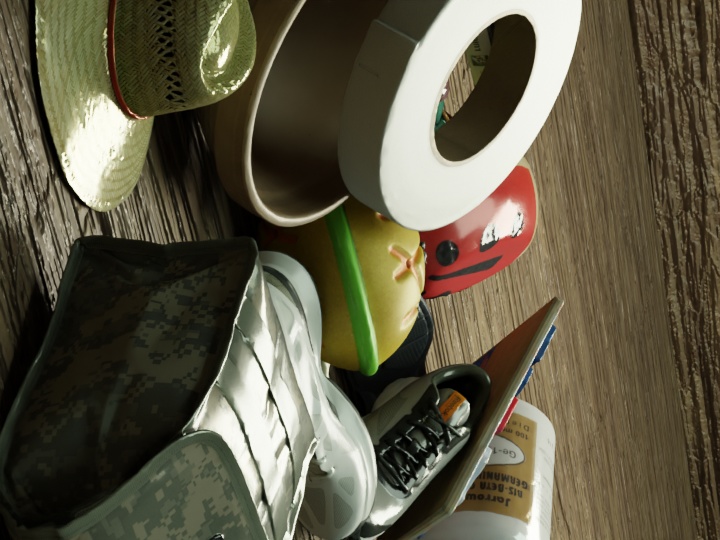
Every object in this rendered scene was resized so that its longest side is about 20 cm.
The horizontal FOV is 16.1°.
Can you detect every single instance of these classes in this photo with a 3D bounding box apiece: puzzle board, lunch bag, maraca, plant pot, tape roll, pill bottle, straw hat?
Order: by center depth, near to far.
[{"bbox_3d":[-0.100,0.106,1.249,0.164,0.117,0.200,74,24,-44],"label":"lunch bag"},{"bbox_3d":[-0.101,-0.127,1.358,0.201,0.085,0.202,-4,90,-77],"label":"straw hat"},{"bbox_3d":[-0.040,-0.136,1.529,0.201,0.092,0.201,-42,148,-34],"label":"plant pot"},{"bbox_3d":[0.063,-0.120,1.576,0.203,0.037,0.203,-40,148,-32],"label":"tape roll"},{"bbox_3d":[-0.019,-0.029,1.659,0.137,0.107,0.201,114,-38,-79],"label":"maraca"},{"bbox_3d":[0.079,0.123,1.901,0.200,0.017,0.151,-59,-173,-30],"label":"puzzle board"},{"bbox_3d":[0.099,0.211,2.082,0.115,0.114,0.201,71,20,-50],"label":"pill bottle"}]

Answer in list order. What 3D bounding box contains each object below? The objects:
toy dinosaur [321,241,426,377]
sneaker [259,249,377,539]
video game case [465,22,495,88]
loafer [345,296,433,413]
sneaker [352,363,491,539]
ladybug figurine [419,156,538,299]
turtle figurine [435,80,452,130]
[{"bbox_3d":[0.000,0.000,1.763,0.048,0.088,0.201,86,9,-53],"label":"toy dinosaur"},{"bbox_3d":[-0.055,0.100,1.575,0.115,0.075,0.201,-55,133,-56],"label":"sneaker"},{"bbox_3d":[0.077,-0.239,1.660,0.182,0.023,0.201,70,21,-56],"label":"video game case"},{"bbox_3d":[0.017,0.057,1.905,0.200,0.072,0.063,77,-11,-51],"label":"loafer"},{"bbox_3d":[0.031,0.121,1.804,0.074,0.079,0.200,52,36,-7],"label":"sneaker"},{"bbox_3d":[0.069,-0.029,1.936,0.200,0.136,0.072,-18,65,-49],"label":"ladybug figurine"},{"bbox_3d":[0.059,-0.118,1.986,0.101,0.149,0.200,-64,145,-29],"label":"turtle figurine"}]
